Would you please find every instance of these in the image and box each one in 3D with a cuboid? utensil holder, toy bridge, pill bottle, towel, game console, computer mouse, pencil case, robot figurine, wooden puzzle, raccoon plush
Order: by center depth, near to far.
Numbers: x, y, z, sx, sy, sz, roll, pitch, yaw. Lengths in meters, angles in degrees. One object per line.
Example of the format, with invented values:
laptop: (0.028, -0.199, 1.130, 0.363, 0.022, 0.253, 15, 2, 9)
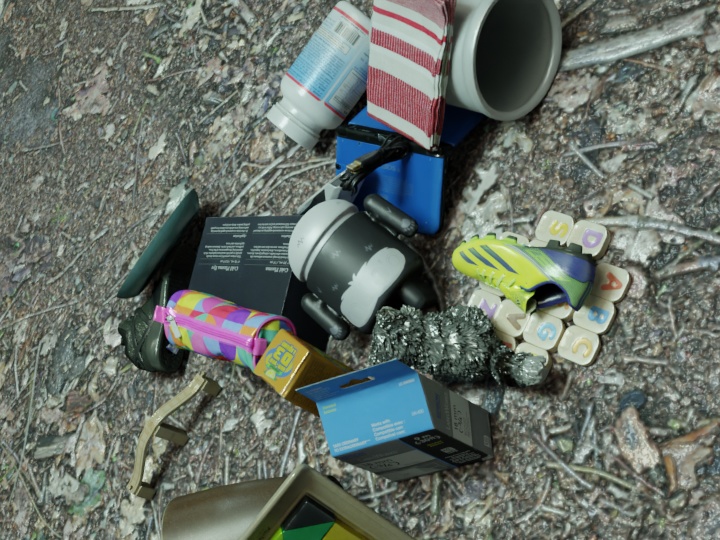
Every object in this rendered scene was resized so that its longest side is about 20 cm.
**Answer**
wooden puzzle: (-0.050, 0.339, 1.289, 0.186, 0.199, 0.037, -51, 23, 6)
raccoon plush: (0.102, 0.082, 1.307, 0.199, 0.133, 0.098, -5, 81, 50)
towel: (0.056, -0.265, 1.425, 0.144, 0.023, 0.203, 36, 133, 41)
robot figurine: (0.001, -0.001, 1.439, 0.199, 0.125, 0.150, 38, 65, 14)
pencil case: (-0.172, 0.079, 1.451, 0.198, 0.088, 0.090, 11, 76, 40)
utensil holder: (0.132, -0.295, 1.469, 0.199, 0.169, 0.172, 22, 83, 46)
computer mouse: (-0.017, -0.109, 1.515, 0.109, 0.044, 0.200, -39, 3, -33)
game console: (0.072, -0.156, 1.550, 0.198, 0.117, 0.174, 18, 112, 43)
toy bridge: (-0.274, 0.229, 1.613, 0.027, 0.067, 0.202, 34, 92, 43)
pill bottle: (-0.046, -0.278, 1.642, 0.201, 0.108, 0.109, -52, 47, 6)

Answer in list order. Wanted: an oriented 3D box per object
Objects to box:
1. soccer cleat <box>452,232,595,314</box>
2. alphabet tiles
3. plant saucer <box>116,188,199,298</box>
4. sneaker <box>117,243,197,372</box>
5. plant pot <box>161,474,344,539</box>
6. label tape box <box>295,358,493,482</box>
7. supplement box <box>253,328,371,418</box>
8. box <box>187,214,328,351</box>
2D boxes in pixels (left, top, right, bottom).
soccer cleat: (0.182, 0.006, 1.331, 0.198, 0.064, 0.085, 6, 75, 43)
alphabet tiles: (0.216, 0.029, 1.346, 0.194, 0.015, 0.202, 23, 84, 43)
plant saucer: (-0.300, -0.035, 1.719, 0.201, 0.027, 0.200, -53, 6, 7)
sneaker: (-0.308, 0.056, 1.717, 0.113, 0.076, 0.202, -4, 68, 36)
plant pot: (-0.108, 0.328, 1.374, 0.198, 0.187, 0.189, -24, 55, 11)
label tape box: (0.040, 0.176, 1.291, 0.143, 0.199, 0.064, -20, 58, 30)
supplement box: (-0.036, 0.143, 1.368, 0.066, 0.199, 0.069, 32, 91, 43)
box: (-0.137, 0.028, 1.571, 0.198, 0.104, 0.185, 2, 71, 40)
